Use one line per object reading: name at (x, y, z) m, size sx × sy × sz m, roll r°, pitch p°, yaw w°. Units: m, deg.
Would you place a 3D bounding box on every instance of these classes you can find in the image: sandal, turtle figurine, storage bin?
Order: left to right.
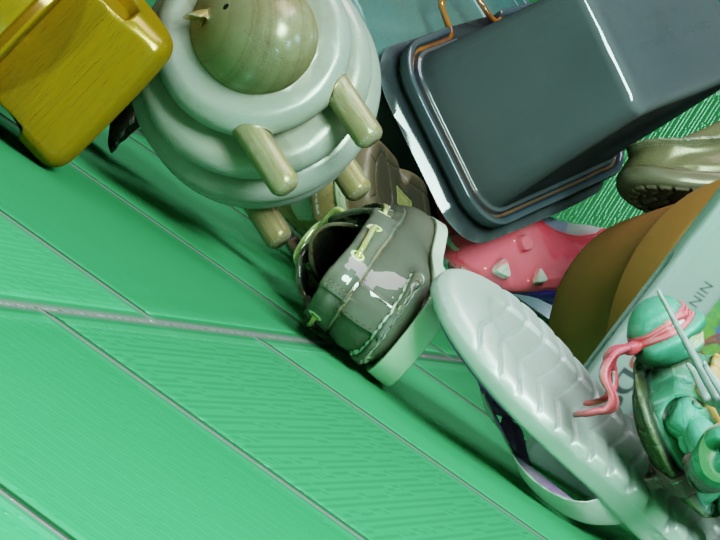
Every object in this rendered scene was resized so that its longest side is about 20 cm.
sandal at (0.096, 0.085, 1.329) m, size 0.203 × 0.050 × 0.083 m, roll 45°, pitch 21°, yaw -7°
storage bin at (0.124, -0.122, 1.678) m, size 0.200 × 0.134 × 0.146 m, roll -22°, pitch 85°, yaw -57°
turtle figurine at (0.174, 0.072, 1.296) m, size 0.100 × 0.150 × 0.201 m, roll -13°, pitch -66°, yaw 41°

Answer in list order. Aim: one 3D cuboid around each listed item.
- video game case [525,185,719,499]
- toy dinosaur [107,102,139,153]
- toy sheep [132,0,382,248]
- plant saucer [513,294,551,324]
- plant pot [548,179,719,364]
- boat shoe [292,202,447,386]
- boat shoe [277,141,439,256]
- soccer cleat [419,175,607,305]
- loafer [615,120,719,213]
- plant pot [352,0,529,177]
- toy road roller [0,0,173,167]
video game case at (0.207, 0.076, 1.379) m, size 0.199 × 0.182 × 0.022 m, roll 32°, pitch 31°, yaw -5°
toy dinosaur at (-0.176, -0.121, 1.535) m, size 0.199 × 0.077 × 0.102 m, roll 26°, pitch -17°, yaw 24°
toy sheep at (-0.051, -0.090, 1.443) m, size 0.137 × 0.138 × 0.200 m, roll 33°, pitch -19°, yaw 4°
plant saucer at (0.138, 0.055, 1.850) m, size 0.200 × 0.039 × 0.201 m, roll 33°, pitch 5°, yaw -3°
plant pot at (0.197, 0.041, 1.610) m, size 0.199 × 0.201 × 0.140 m, roll 29°, pitch -10°, yaw -29°
boat shoe at (0.002, -0.002, 1.418) m, size 0.060 × 0.072 × 0.202 m, roll 36°, pitch 9°, yaw -11°
boat shoe at (-0.005, -0.025, 1.607) m, size 0.076 × 0.072 × 0.200 m, roll -5°, pitch -22°, yaw 13°
soccer cleat at (0.096, -0.011, 1.760) m, size 0.199 × 0.067 × 0.076 m, roll 15°, pitch -16°, yaw -36°
loafer at (0.237, -0.073, 1.673) m, size 0.199 × 0.068 × 0.076 m, roll -5°, pitch -12°, yaw -21°
plant pot at (-0.010, -0.113, 1.767) m, size 0.200 × 0.201 × 0.196 m, roll 35°, pitch 14°, yaw 26°
toy road roller at (-0.164, -0.130, 1.392) m, size 0.146 × 0.123 × 0.200 m, roll 46°, pitch 7°, yaw -5°
